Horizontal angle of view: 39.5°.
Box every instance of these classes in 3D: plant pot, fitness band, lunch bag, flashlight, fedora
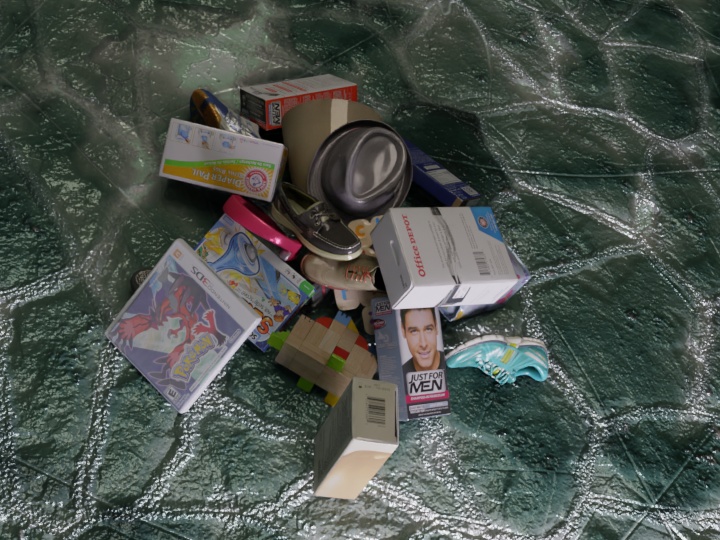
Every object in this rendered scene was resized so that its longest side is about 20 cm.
[{"bbox_3d":[-0.052,-0.177,1.811,0.187,0.187,0.201,6,68,-17],"label":"plant pot"},{"bbox_3d":[-0.162,-0.072,1.686,0.143,0.200,0.037,37,93,3],"label":"fitness band"},{"bbox_3d":[0.180,-0.027,1.792,0.169,0.127,0.200,-8,55,-48],"label":"lunch bag"},{"bbox_3d":[-0.052,-0.006,1.751,0.068,0.068,0.200,54,47,-12],"label":"flashlight"},{"bbox_3d":[0.010,-0.166,1.703,0.177,0.090,0.200,40,78,-10],"label":"fedora"}]

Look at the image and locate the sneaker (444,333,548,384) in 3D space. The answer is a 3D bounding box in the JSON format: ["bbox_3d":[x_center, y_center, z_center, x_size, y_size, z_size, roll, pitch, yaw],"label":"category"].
[{"bbox_3d":[0.241,0.157,1.739,0.199,0.078,0.080,2,64,-20],"label":"sneaker"}]

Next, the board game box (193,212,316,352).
[{"bbox_3d":[-0.191,0.019,1.654,0.200,0.034,0.135,39,84,9],"label":"board game box"}]

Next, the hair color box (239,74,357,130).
[{"bbox_3d":[-0.118,-0.324,1.920,0.199,0.064,0.111,-14,27,-29],"label":"hair color box"}]

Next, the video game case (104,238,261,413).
[{"bbox_3d":[-0.274,0.085,1.530,0.182,0.200,0.023,43,15,12],"label":"video game case"}]

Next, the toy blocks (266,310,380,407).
[{"bbox_3d":[-0.043,0.128,1.647,0.200,0.100,0.137,29,39,0],"label":"toy blocks"}]

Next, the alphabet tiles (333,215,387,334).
[{"bbox_3d":[0.050,0.004,1.701,0.199,0.015,0.196,-11,88,-3],"label":"alphabet tiles"}]

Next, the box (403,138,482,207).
[{"bbox_3d":[0.131,-0.186,1.926,0.200,0.032,0.121,40,22,15],"label":"box"}]

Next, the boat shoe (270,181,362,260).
[{"bbox_3d":[-0.077,-0.085,1.674,0.072,0.066,0.201,-29,48,-34],"label":"boat shoe"}]

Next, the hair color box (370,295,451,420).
[{"bbox_3d":[0.082,0.140,1.632,0.099,0.061,0.201,-1,81,-40],"label":"hair color box"}]

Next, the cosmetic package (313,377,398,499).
[{"bbox_3d":[-0.009,0.253,1.489,0.071,0.200,0.105,11,54,-15],"label":"cosmetic package"}]

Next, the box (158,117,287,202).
[{"bbox_3d":[-0.234,-0.190,1.739,0.199,0.112,0.102,13,94,-2],"label":"box"}]

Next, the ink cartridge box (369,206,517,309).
[{"bbox_3d":[0.132,-0.022,1.615,0.199,0.084,0.145,-2,61,-28],"label":"ink cartridge box"}]

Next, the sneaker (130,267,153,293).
[{"bbox_3d":[-0.282,0.054,1.588,0.200,0.091,0.078,34,74,8],"label":"sneaker"}]

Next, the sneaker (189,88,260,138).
[{"bbox_3d":[-0.237,-0.257,1.859,0.088,0.075,0.200,-29,79,-43],"label":"sneaker"}]

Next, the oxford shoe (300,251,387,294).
[{"bbox_3d":[0.000,0.000,1.653,0.199,0.075,0.071,7,87,-3],"label":"oxford shoe"}]
